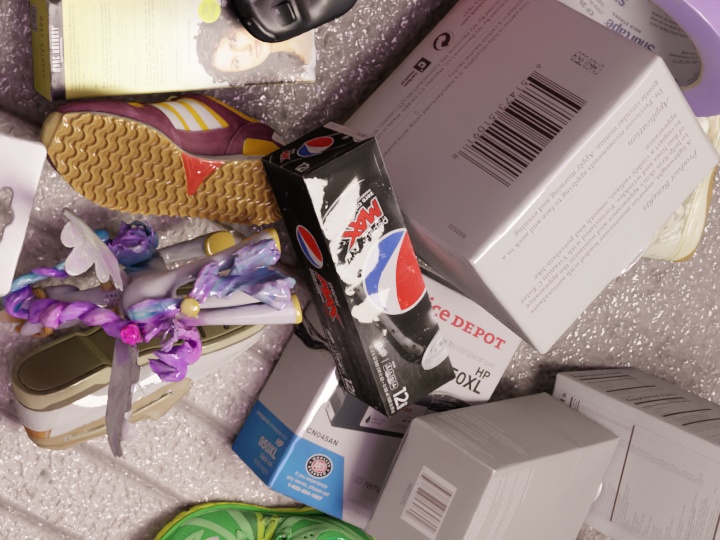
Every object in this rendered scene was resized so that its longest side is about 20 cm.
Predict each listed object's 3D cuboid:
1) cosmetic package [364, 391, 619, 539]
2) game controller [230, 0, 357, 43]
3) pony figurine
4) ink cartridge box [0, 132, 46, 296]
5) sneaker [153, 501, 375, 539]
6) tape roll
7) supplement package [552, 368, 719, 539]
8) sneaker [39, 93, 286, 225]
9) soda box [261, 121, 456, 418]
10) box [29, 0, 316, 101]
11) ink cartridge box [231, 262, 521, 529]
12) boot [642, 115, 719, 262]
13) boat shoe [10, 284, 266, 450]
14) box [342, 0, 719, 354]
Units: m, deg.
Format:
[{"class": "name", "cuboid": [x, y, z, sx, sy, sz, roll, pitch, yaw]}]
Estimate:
[{"class": "cosmetic package", "cuboid": [0.106, 0.164, 1.377, 0.200, 0.090, 0.107, -4, 120, -57]}, {"class": "game controller", "cuboid": [-0.070, -0.262, 1.247, 0.104, 0.042, 0.201, -29, 101, -36]}, {"class": "pony figurine", "cuboid": [-0.147, 0.024, 1.232, 0.199, 0.193, 0.168, -11, 101, -14]}, {"class": "ink cartridge box", "cuboid": [-0.323, -0.061, 1.196, 0.199, 0.067, 0.116, 14, 100, -22]}, {"class": "sneaker", "cuboid": [-0.074, 0.224, 1.400, 0.199, 0.084, 0.075, -4, 108, -23]}, {"class": "tape roll", "cuboid": [0.214, -0.208, 1.321, 0.200, 0.200, 0.085, 43, 73, -29]}, {"class": "supplement package", "cuboid": [0.253, 0.164, 1.452, 0.109, 0.200, 0.114, 0, 108, -44]}, {"class": "sneaker", "cuboid": [-0.140, -0.088, 1.269, 0.199, 0.090, 0.075, 14, 120, -33]}, {"class": "soda box", "cuboid": [0.000, 0.000, 1.272, 0.063, 0.071, 0.201, -30, 117, -20]}, {"class": "box", "cuboid": [-0.131, -0.166, 1.269, 0.199, 0.050, 0.076, -8, 108, -22]}, {"class": "ink cartridge box", "cuboid": [0.015, 0.092, 1.398, 0.144, 0.084, 0.201, 27, 93, -30]}, {"class": "boot", "cuboid": [0.212, -0.107, 1.435, 0.154, 0.072, 0.201, 3, 105, -23]}, {"class": "boat shoe", "cuboid": [-0.161, 0.070, 1.325, 0.199, 0.075, 0.069, -19, 133, -20]}, {"class": "box", "cuboid": [0.115, -0.084, 1.308, 0.199, 0.200, 0.131, -47, 135, -6]}]
